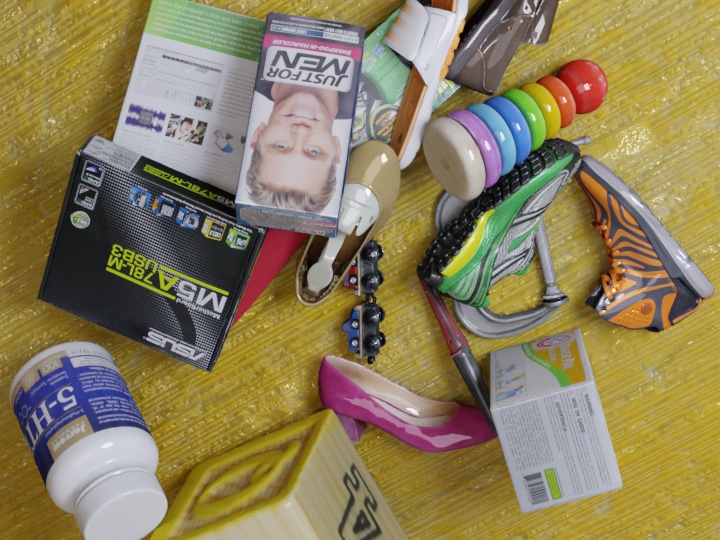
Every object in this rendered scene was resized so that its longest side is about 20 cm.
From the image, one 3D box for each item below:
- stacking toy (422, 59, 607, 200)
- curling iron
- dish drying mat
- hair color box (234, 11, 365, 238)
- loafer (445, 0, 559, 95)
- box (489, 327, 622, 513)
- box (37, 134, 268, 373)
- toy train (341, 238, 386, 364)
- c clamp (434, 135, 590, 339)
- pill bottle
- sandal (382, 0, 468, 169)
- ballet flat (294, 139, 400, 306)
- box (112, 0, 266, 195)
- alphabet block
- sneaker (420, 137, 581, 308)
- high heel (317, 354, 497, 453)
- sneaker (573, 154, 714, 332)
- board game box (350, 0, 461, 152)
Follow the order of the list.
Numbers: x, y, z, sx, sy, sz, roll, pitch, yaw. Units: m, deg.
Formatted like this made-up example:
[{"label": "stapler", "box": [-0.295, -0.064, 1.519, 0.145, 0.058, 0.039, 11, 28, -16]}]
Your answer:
[{"label": "stacking toy", "box": [0.162, -0.146, 1.304, 0.199, 0.085, 0.086, -28, 101, -20]}, {"label": "curling iron", "box": [0.104, 0.077, 1.394, 0.025, 0.050, 0.201, -19, 87, -21]}, {"label": "dish drying mat", "box": [-0.119, -0.010, 1.397, 0.077, 0.018, 0.200, 25, 116, -32]}, {"label": "hair color box", "box": [-0.056, -0.140, 1.279, 0.099, 0.061, 0.201, 8, 72, -1]}, {"label": "loafer", "box": [0.160, -0.255, 1.314, 0.071, 0.073, 0.200, 37, 102, -15]}, {"label": "box", "box": [0.191, 0.144, 1.338, 0.101, 0.200, 0.113, -16, 100, 9]}, {"label": "box", "box": [-0.209, -0.014, 1.344, 0.199, 0.048, 0.194, 24, 122, -2]}, {"label": "toy train", "box": [0.000, 0.000, 1.407, 0.045, 0.034, 0.202, 1, 101, 17]}, {"label": "c clamp", "box": [0.165, -0.028, 1.388, 0.170, 0.027, 0.202, -7, 102, 7]}, {"label": "pill bottle", "box": [-0.278, 0.182, 1.386, 0.120, 0.119, 0.200, -46, 52, 14]}, {"label": "sandal", "box": [0.049, -0.201, 1.299, 0.059, 0.079, 0.208, 14, 100, -19]}, {"label": "ballet flat", "box": [-0.014, -0.039, 1.337, 0.068, 0.063, 0.201, 25, 128, -1]}, {"label": "box", "box": [-0.164, -0.167, 1.352, 0.143, 0.036, 0.201, 15, 87, 4]}, {"label": "alphabet block", "box": [-0.078, 0.297, 1.386, 0.194, 0.197, 0.201, -26, 104, 19]}, {"label": "sneaker", "box": [0.152, -0.050, 1.348, 0.085, 0.078, 0.200, 35, 105, -23]}, {"label": "high heel", "box": [0.053, 0.135, 1.420, 0.199, 0.067, 0.097, 2, 115, 19]}, {"label": "sneaker", "box": [0.259, -0.015, 1.356, 0.112, 0.078, 0.200, -40, 97, 12]}, {"label": "board game box", "box": [0.010, -0.170, 1.356, 0.200, 0.023, 0.105, -42, 95, 4]}]
